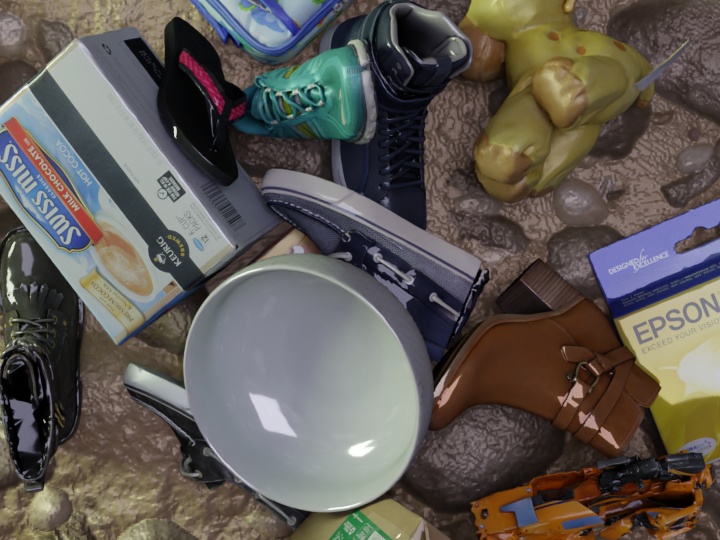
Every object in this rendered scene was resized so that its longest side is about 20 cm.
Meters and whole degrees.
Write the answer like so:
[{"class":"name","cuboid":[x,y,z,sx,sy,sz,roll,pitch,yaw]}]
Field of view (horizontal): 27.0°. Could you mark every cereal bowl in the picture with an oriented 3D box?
[{"class":"cereal bowl","cuboid":[-0.031,0.077,1.143,0.198,0.083,0.202,9,114,21]}]

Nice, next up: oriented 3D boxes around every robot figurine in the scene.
[{"class":"robot figurine","cuboid":[0.193,0.195,1.218,0.198,0.145,0.059,-13,68,6]}]

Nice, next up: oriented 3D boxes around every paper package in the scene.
[{"class":"paper package","cuboid":[0.050,0.260,1.155,0.190,0.200,0.104,39,83,-16]}]

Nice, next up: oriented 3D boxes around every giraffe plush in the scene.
[{"class":"giraffe plush","cuboid":[0.140,-0.176,1.221,0.200,0.173,0.163,-40,76,-1]}]

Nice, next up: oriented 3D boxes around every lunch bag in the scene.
[{"class":"lunch bag","cuboid":[-0.088,-0.279,1.228,0.161,0.082,0.200,-43,91,-3]}]

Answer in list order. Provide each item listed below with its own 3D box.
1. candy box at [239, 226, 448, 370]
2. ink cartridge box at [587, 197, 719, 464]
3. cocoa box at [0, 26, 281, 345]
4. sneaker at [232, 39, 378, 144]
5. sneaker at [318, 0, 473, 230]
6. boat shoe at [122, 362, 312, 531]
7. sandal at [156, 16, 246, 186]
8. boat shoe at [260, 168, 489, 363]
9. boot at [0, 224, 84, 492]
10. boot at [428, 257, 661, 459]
[{"class":"candy box","cuboid":[-0.011,0.057,1.241,0.115,0.055,0.200,-39,92,-8]},{"class":"ink cartridge box","cuboid":[0.318,0.043,1.262,0.196,0.047,0.202,-23,94,8]},{"class":"cocoa box","cuboid":[-0.183,-0.069,1.174,0.131,0.133,0.201,-37,93,17]},{"class":"sneaker","cuboid":[-0.043,-0.130,1.169,0.079,0.200,0.078,-10,91,-25]},{"class":"sneaker","cuboid":[0.036,-0.115,1.200,0.076,0.146,0.204,-15,91,-32]},{"class":"boat shoe","cuboid":[-0.115,0.147,1.223,0.199,0.071,0.064,33,85,-6]},{"class":"sandal","cuboid":[-0.120,-0.144,1.174,0.045,0.201,0.075,-35,129,20]},{"class":"boat shoe","cuboid":[0.000,0.000,1.179,0.199,0.075,0.093,25,77,-7]},{"class":"boot","cuboid":[-0.251,0.061,1.159,0.068,0.174,0.202,-9,90,-5]},{"class":"boot","cuboid":[0.144,0.100,1.204,0.155,0.077,0.200,46,51,2]}]
